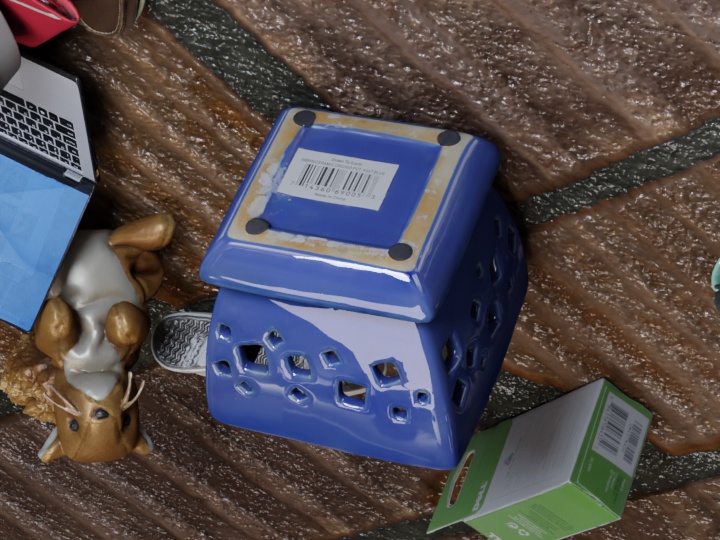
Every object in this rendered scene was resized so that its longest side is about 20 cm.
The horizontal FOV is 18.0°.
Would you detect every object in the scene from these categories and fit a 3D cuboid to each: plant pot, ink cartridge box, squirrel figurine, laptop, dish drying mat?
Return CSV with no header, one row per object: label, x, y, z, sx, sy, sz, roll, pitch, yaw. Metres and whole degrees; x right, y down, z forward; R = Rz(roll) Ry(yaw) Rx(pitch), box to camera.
plant pot,0.000,0.000,1.634,0.200,0.200,0.180,10,139,17
ink cartridge box,0.148,0.171,1.889,0.059,0.104,0.200,35,145,-19
squirrel figurine,-0.223,0.069,1.865,0.141,0.187,0.200,-6,169,-19
laptop,-0.310,-0.085,1.745,0.187,0.116,0.200,25,150,17
dish drying mat,-0.249,-0.187,1.611,0.077,0.018,0.200,32,169,-16

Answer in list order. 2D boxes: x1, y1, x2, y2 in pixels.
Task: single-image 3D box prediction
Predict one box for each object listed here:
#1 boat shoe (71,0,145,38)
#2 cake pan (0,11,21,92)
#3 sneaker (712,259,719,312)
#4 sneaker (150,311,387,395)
boat shoe,-0.197,-0.220,1.544,0.075,0.075,0.202,12,147,16
cake pan,-0.310,-0.199,1.605,0.200,0.037,0.200,44,164,16
sneaker,0.318,-0.006,1.534,0.118,0.074,0.200,24,151,-16
sneaker,-0.070,0.065,1.919,0.200,0.073,0.085,8,177,10
